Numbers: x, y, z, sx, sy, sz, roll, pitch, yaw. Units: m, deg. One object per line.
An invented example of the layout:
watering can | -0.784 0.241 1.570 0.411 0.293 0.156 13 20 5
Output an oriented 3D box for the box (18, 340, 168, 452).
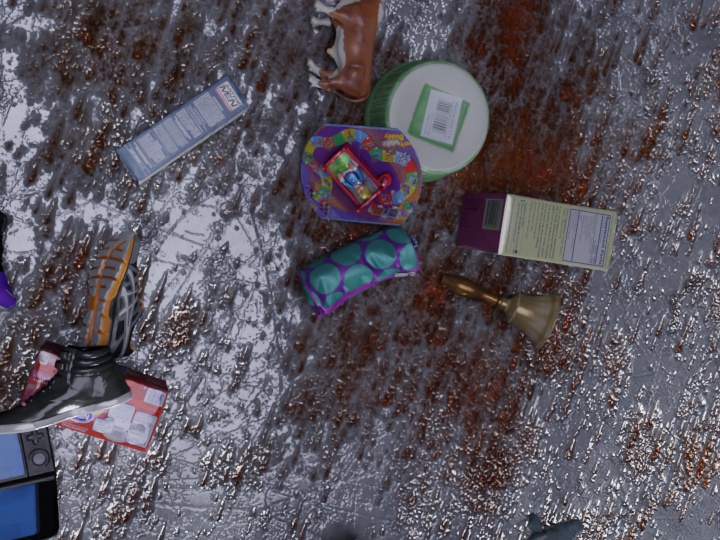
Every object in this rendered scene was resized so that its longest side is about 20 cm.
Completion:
box | -0.399 0.189 1.332 0.199 0.095 0.100 21 88 -16

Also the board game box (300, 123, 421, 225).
board game box | -0.004 -0.145 1.390 0.198 0.039 0.159 6 113 11

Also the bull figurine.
bull figurine | -0.021 -0.372 1.409 0.120 0.065 0.202 4 91 -12

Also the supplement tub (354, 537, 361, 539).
supplement tub | -0.043 0.547 1.438 0.199 0.145 0.146 -37 103 -9

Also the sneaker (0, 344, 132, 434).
sneaker | -0.430 0.161 1.239 0.198 0.071 0.100 -16 96 -19

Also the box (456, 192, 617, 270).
box | 0.286 -0.067 1.462 0.198 0.176 0.098 8 93 -16

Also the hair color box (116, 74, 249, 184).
hair color box | -0.269 -0.211 1.333 0.199 0.100 0.061 -36 102 -10

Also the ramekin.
ramekin | 0.112 -0.245 1.438 0.198 0.098 0.202 -1 95 -15

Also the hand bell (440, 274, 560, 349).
hand bell | 0.230 0.052 1.516 0.198 0.104 0.105 21 89 -4

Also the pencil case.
pencil case | 0.000 0.000 1.434 0.199 0.085 0.093 -25 67 -11

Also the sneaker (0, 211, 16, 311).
sneaker | -0.548 -0.039 1.284 0.099 0.070 0.201 -37 104 -12

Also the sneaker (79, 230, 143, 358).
sneaker | -0.367 0.039 1.348 0.077 0.078 0.202 18 84 -44

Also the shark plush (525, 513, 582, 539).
shark plush | 0.317 0.483 1.526 0.199 0.083 0.092 -11 90 -57

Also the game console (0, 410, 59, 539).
game console | -0.552 0.310 1.289 0.198 0.116 0.178 -10 98 -15
